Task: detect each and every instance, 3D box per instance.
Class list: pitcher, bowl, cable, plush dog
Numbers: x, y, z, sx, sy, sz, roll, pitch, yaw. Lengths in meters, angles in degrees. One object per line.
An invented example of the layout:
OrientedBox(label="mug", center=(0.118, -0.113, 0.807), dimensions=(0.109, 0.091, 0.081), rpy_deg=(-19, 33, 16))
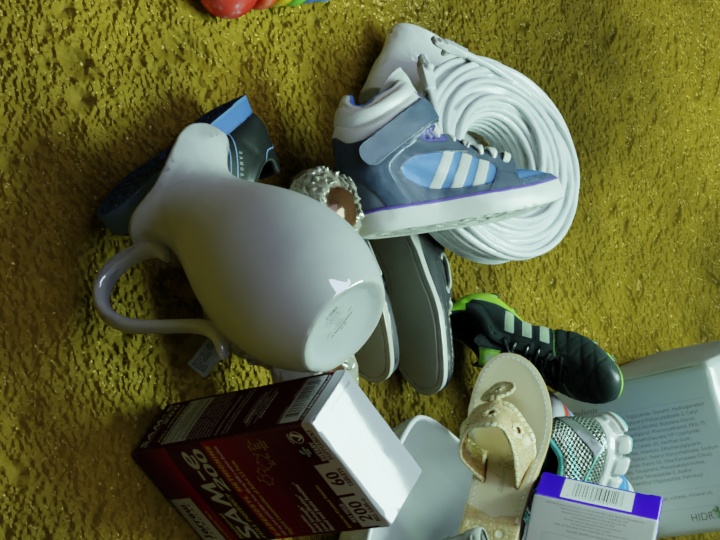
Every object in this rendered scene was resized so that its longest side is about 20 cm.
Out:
OrientedBox(label="pitcher", center=(-0.094, 0.007, 1.237), dimensions=(0.172, 0.200, 0.121), rpy_deg=(-52, 150, -1))
OrientedBox(label="bowl", center=(0.053, 0.252, 1.462), dimensions=(0.200, 0.075, 0.200), rpy_deg=(48, 45, -29))
OrientedBox(label="cable", center=(0.117, -0.102, 1.570), dimensions=(0.200, 0.069, 0.200), rpy_deg=(15, 66, -33))
OrientedBox(label="plush dog", center=(-0.060, 0.012, 1.392), dimensions=(0.172, 0.160, 0.200), rpy_deg=(-7, 99, -69))

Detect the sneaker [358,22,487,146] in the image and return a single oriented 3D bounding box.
OrientedBox(label="sneaker", center=(0.090, -0.161, 1.660), dimensions=(0.200, 0.074, 0.116), rpy_deg=(42, 51, -31))

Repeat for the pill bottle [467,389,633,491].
OrientedBox(label="pill bottle", center=(0.198, 0.215, 1.617), dimensions=(0.200, 0.112, 0.112), rpy_deg=(48, 45, -27))

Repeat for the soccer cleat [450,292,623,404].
OrientedBox(label="soccer cleat", center=(0.156, 0.080, 1.576), dimensions=(0.081, 0.200, 0.068), rpy_deg=(-21, 126, -40))

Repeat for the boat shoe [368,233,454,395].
OrientedBox(label="boat shoe", center=(0.056, 0.017, 1.558), dimensions=(0.060, 0.074, 0.200), rpy_deg=(-3, 71, -46))

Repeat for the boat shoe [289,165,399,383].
OrientedBox(label="boat shoe", center=(0.000, 0.000, 1.494), dimensions=(0.063, 0.073, 0.200), rpy_deg=(-16, 84, -48))

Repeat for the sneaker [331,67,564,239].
OrientedBox(label="sneaker", center=(0.073, -0.112, 1.455), dimensions=(0.200, 0.081, 0.147), rpy_deg=(-10, 84, -16))

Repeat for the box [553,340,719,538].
OrientedBox(label="box", center=(0.346, 0.172, 1.742), dimensions=(0.199, 0.200, 0.172), rpy_deg=(-14, 90, -51))

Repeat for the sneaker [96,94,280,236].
OrientedBox(label="sneaker", center=(-0.132, -0.069, 1.362), dimensions=(0.078, 0.070, 0.200), rpy_deg=(59, 44, -15))

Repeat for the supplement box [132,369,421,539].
OrientedBox(label="supplement box", center=(-0.066, 0.145, 1.257), dimensions=(0.109, 0.200, 0.061), rpy_deg=(54, 47, -22))

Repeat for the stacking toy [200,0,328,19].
OrientedBox(label="stacking toy", center=(-0.071, -0.274, 1.512), dimensions=(0.200, 0.085, 0.085), rpy_deg=(-25, 96, -46))

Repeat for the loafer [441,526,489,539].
OrientedBox(label="loafer", center=(0.112, 0.274, 1.329), dimensions=(0.070, 0.070, 0.200), rpy_deg=(51, 0, -38))

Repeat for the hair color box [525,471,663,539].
OrientedBox(label="hair color box", center=(0.192, 0.287, 1.454), dimensions=(0.065, 0.109, 0.200), rpy_deg=(-39, 139, -72))

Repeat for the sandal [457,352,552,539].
OrientedBox(label="sandal", center=(0.119, 0.157, 1.443), dimensions=(0.070, 0.078, 0.212), rpy_deg=(62, 35, -60))

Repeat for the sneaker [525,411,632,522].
OrientedBox(label="sneaker", center=(0.178, 0.221, 1.511), dimensions=(0.091, 0.078, 0.200), rpy_deg=(10, 90, -22))
